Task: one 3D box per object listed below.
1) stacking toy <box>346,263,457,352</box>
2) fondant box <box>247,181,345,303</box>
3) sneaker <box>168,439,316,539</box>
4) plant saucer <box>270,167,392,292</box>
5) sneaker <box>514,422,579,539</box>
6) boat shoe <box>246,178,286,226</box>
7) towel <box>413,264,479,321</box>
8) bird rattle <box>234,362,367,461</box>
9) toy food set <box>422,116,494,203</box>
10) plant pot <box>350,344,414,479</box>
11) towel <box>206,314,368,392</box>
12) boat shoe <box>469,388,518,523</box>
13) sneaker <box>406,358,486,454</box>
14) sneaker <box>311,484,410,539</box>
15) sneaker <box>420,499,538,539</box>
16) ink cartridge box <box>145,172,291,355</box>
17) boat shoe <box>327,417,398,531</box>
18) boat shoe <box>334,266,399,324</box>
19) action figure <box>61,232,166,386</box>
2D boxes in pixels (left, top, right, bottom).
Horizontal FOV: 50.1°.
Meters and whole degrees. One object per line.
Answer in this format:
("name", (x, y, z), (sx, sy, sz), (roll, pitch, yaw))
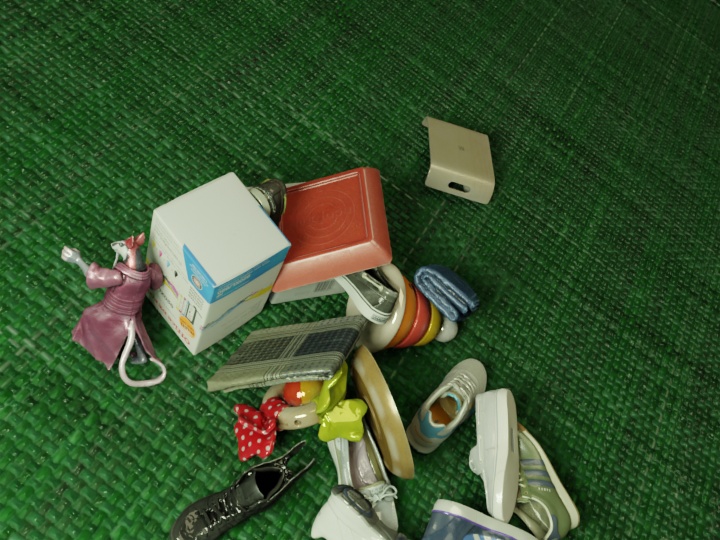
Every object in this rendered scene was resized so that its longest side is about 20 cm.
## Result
("stacking toy", (0.086, 0.078, 1.291), (0.197, 0.146, 0.149), (17, 49, -36))
("fondant box", (-0.112, -0.052, 1.314), (0.141, 0.059, 0.203), (-8, 60, -29))
("sneaker", (-0.156, 0.297, 1.016), (0.197, 0.105, 0.061), (-20, 66, -34))
("plant saucer", (-0.057, -0.077, 1.219), (0.195, 0.037, 0.203), (-14, 52, 9))
("sneaker", (0.256, 0.332, 1.204), (0.089, 0.067, 0.202), (-21, 70, -40))
("boat shoe", (-0.162, -0.071, 1.208), (0.072, 0.202, 0.060), (48, 57, 6))
("towel", (0.150, 0.033, 1.309), (0.111, 0.049, 0.200), (44, 10, 10))
("bird rattle", (-0.088, 0.199, 1.116), (0.164, 0.196, 0.115), (-77, 145, -68))
("toy food set", (0.195, -0.229, 1.588), (0.140, 0.061, 0.203), (15, 44, -13))
("plant pot", (0.026, 0.208, 1.113), (0.027, 0.201, 0.203), (-19, 64, -11))
("towel", (-0.100, 0.123, 1.108), (0.195, 0.035, 0.193), (-9, 17, 18))
("boat shoe", (0.200, 0.281, 1.179), (0.072, 0.067, 0.205), (36, 51, -53))
("sneaker", (0.153, 0.208, 1.238), (0.076, 0.081, 0.200), (39, 49, 8))
("sneaker", (0.018, 0.386, 1.042), (0.200, 0.088, 0.074), (43, 10, 15))
("sneaker", (0.168, 0.432, 1.099), (0.197, 0.080, 0.149), (28, 62, -14))
("ink cartridge box", (-0.219, -0.006, 1.139), (0.144, 0.201, 0.148), (-33, 74, -35))
("boat shoe", (0.005, 0.295, 1.118), (0.073, 0.065, 0.205), (-4, 59, -26))
("boat shoe", (0.000, 0.000, 1.214), (0.070, 0.064, 0.200), (11, 27, -42))
("action figure", (-0.328, 0.043, 1.052), (0.132, 0.203, 0.149), (-5, 40, -41))
